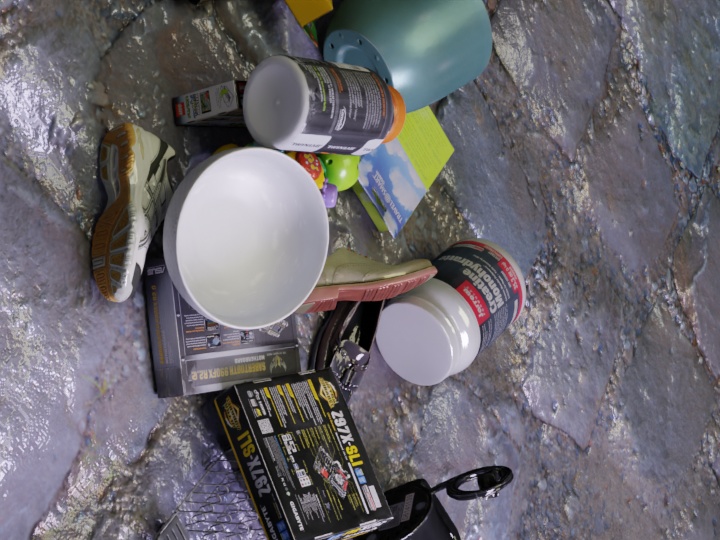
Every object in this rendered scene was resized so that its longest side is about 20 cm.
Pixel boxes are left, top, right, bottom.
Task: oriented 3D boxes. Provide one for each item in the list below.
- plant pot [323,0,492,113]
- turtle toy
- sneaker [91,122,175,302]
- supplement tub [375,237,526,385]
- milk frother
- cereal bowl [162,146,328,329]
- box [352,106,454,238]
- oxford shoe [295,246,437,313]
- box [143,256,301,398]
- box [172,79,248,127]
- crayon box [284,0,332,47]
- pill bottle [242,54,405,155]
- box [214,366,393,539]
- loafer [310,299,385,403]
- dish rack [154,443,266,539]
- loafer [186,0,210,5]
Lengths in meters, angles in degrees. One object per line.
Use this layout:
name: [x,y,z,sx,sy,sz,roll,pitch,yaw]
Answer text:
plant pot: [0.048,-0.297,1.865,0.161,0.200,0.202,-40,114,-31]
turtle toy: [-0.078,-0.111,1.721,0.199,0.101,0.147,-23,83,-53]
sneaker: [-0.241,-0.060,1.573,0.087,0.075,0.202,18,71,-46]
supplement tub: [0.124,0.055,1.928,0.200,0.139,0.142,-37,112,-46]
milk frother: [0.125,0.361,1.837,0.189,0.199,0.181,60,41,-24]
cereal bowl: [-0.138,-0.038,1.591,0.198,0.083,0.202,-4,97,-35]
box: [0.047,-0.149,1.942,0.122,0.047,0.201,56,47,-26]
oxford shoe: [0.000,0.000,1.793,0.198,0.071,0.075,-9,73,-18]
box: [-0.159,0.060,1.668,0.199,0.048,0.160,-5,88,-49]
box: [-0.117,-0.198,1.713,0.199,0.109,0.035,-5,87,-50]
crayon box: [-0.091,-0.392,1.778,0.201,0.050,0.127,56,13,-29]
pill bottle: [-0.033,-0.188,1.644,0.199,0.106,0.107,-1,85,-50]
box: [-0.065,0.219,1.647,0.159,0.049,0.201,-6,66,-47]
loafer: [-0.012,0.088,1.823,0.072,0.063,0.202,35,59,-40]
dish rack: [-0.150,0.302,1.626,0.200,0.054,0.154,-49,119,-49]
loafer: [-0.194,-0.348,1.687,0.199,0.075,0.070,7,92,-46]
